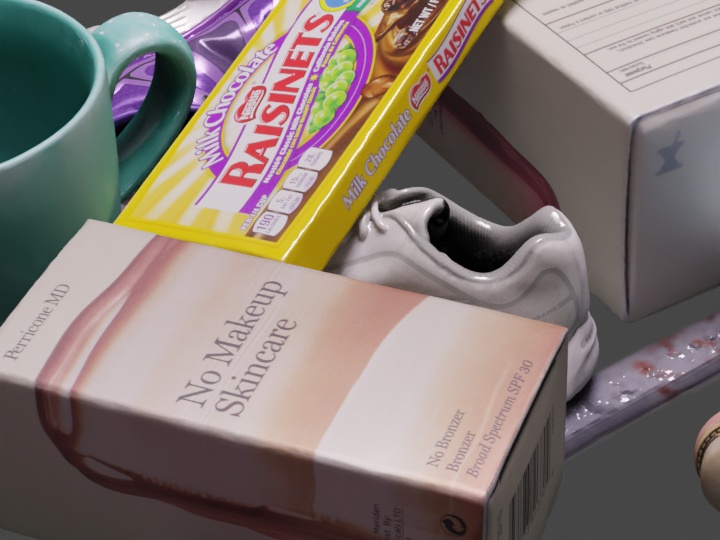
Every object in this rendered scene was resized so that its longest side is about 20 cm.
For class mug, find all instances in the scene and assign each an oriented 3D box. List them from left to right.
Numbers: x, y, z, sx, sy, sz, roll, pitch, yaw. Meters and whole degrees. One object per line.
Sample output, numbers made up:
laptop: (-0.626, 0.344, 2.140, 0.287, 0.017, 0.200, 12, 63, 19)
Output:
mug: (-0.161, -0.031, 0.882, 0.184, 0.115, 0.153, -2, 38, 0)

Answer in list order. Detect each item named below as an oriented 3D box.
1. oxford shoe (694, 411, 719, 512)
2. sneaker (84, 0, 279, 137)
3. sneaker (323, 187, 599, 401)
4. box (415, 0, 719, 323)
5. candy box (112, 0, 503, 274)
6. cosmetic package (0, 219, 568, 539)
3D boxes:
oxford shoe: (0.209, 0.098, 0.737, 0.199, 0.071, 0.074, 13, 43, 19)
sneaker: (-0.063, -0.086, 1.001, 0.199, 0.081, 0.084, -27, 57, -15)
sneaker: (0.000, 0.000, 0.865, 0.198, 0.081, 0.075, 5, 40, 12)
box: (0.113, -0.088, 0.949, 0.127, 0.110, 0.200, -21, 42, -22)
candy box: (-0.014, -0.077, 0.879, 0.102, 0.026, 0.201, 8, 54, 42)
cosmetic package: (-0.031, 0.059, 0.782, 0.199, 0.088, 0.104, 11, 41, 17)
